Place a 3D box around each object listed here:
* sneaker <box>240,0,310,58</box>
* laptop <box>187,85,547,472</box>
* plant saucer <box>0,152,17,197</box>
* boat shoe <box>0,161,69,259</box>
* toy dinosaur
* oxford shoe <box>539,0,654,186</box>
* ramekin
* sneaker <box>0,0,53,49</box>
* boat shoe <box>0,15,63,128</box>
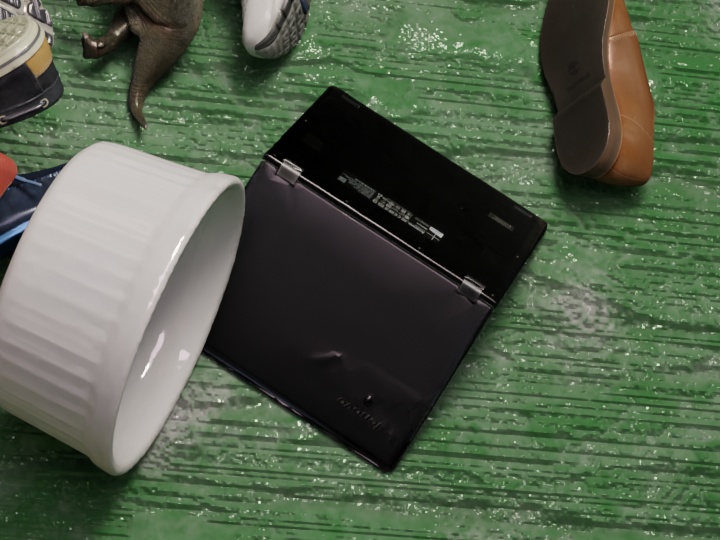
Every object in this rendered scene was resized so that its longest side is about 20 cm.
[{"bbox_3d":[-0.076,-0.236,1.657,0.086,0.075,0.201,1,58,1],"label":"sneaker"},{"bbox_3d":[0.000,0.000,1.587,0.187,0.116,0.200,33,34,3],"label":"laptop"},{"bbox_3d":[-0.342,-0.048,1.402,0.199,0.037,0.201,29,60,6],"label":"plant saucer"},{"bbox_3d":[-0.254,-0.040,1.507,0.199,0.084,0.069,-25,84,-24],"label":"boat shoe"},{"bbox_3d":[-0.151,-0.201,1.611,0.101,0.077,0.201,-9,65,-9],"label":"toy dinosaur"},{"bbox_3d":[0.178,-0.148,1.676,0.071,0.071,0.202,19,59,-35],"label":"oxford shoe"},{"bbox_3d":[-0.155,0.018,1.443,0.097,0.201,0.201,23,62,7],"label":"ramekin"},{"bbox_3d":[-0.305,-0.172,1.560,0.198,0.080,0.078,10,74,-3],"label":"sneaker"},{"bbox_3d":[-0.282,-0.098,1.508,0.199,0.062,0.075,-24,34,14],"label":"boat shoe"}]
